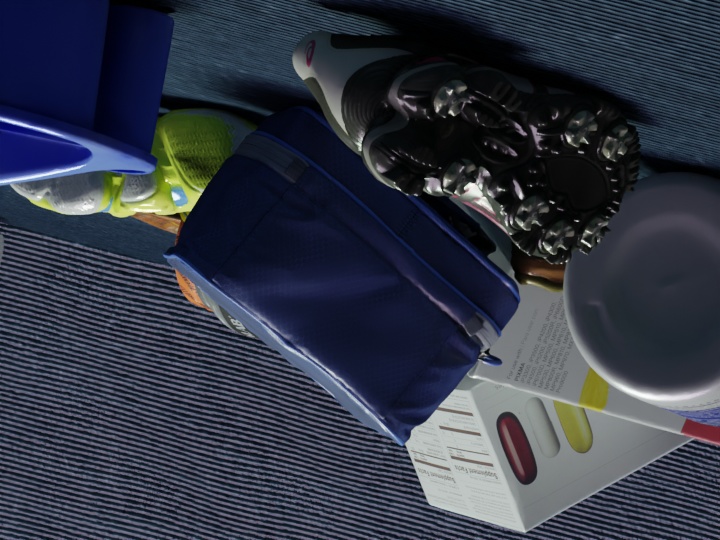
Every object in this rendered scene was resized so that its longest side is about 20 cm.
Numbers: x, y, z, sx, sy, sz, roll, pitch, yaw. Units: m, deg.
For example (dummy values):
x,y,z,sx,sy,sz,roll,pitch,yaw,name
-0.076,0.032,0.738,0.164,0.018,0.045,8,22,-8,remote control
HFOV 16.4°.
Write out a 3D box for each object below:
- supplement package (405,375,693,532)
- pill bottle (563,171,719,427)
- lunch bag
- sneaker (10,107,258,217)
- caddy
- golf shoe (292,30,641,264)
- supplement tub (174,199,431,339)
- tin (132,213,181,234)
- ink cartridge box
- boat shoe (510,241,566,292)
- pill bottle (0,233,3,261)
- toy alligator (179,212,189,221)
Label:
x,y,z,sx,sy,sz,roll,pitch,yaw,name
0.144,0.086,1.780,0.199,0.111,0.156,-27,-168,-21,supplement package
0.193,0.023,1.346,0.119,0.120,0.200,13,175,24,pill bottle
0.000,0.000,1.448,0.200,0.133,0.136,39,175,-11,lunch bag
-0.131,-0.064,1.595,0.199,0.076,0.105,6,175,32,sneaker
-0.185,-0.092,1.188,0.199,0.106,0.141,12,177,25,caddy
0.054,-0.065,1.116,0.088,0.077,0.200,37,-171,38,golf shoe
-0.028,-0.003,1.785,0.199,0.123,0.122,12,175,34,supplement tub
-0.138,-0.049,2.173,0.111,0.042,0.200,17,177,18,tin
0.150,0.030,1.612,0.199,0.084,0.145,15,-164,-20,ink cartridge box
0.152,-0.004,1.495,0.072,0.068,0.199,8,174,45,boat shoe
-0.595,-0.040,3.423,0.199,0.111,0.111,15,176,6,pill bottle
-0.138,-0.080,1.668,0.199,0.059,0.054,23,-142,-16,toy alligator
